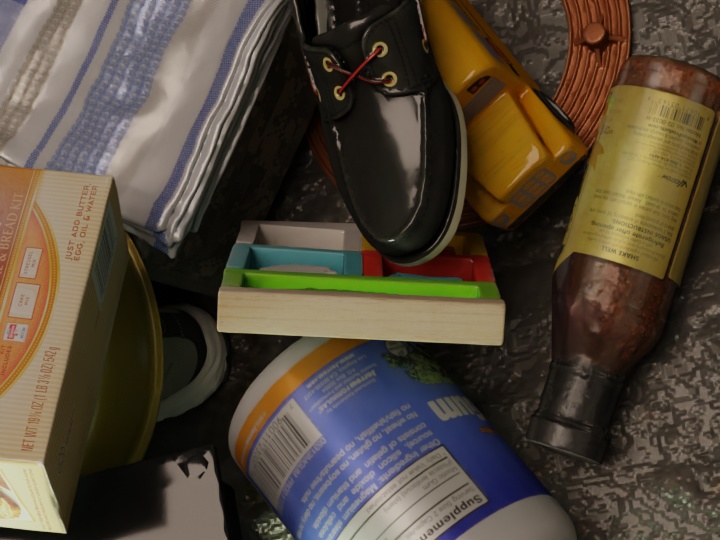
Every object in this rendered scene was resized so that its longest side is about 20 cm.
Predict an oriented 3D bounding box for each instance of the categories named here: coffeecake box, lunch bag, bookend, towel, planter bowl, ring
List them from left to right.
[{"bbox_3d":[-0.221,0.027,0.805,0.198,0.073,0.155,5,57,4],"label":"coffeecake box"},{"bbox_3d":[-0.205,0.046,0.910,0.199,0.083,0.202,1,92,30],"label":"planter bowl"},{"bbox_3d":[-0.138,-0.107,0.906,0.199,0.024,0.148,24,87,29],"label":"towel"},{"bbox_3d":[-0.134,0.174,0.894,0.197,0.200,0.093,-15,71,7],"label":"bookend"},{"bbox_3d":[-0.135,-0.102,0.987,0.199,0.117,0.165,29,96,32],"label":"lunch bag"},{"bbox_3d":[0.051,-0.122,0.963,0.199,0.019,0.202,-6,74,22],"label":"ring"}]

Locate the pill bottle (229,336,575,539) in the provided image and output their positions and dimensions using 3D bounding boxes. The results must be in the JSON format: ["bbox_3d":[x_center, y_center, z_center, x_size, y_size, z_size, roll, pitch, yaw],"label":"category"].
[{"bbox_3d":[0.034,0.125,0.850,0.112,0.112,0.200,-45,65,8],"label":"pill bottle"}]

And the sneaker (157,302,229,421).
[{"bbox_3d":[-0.172,0.077,0.981,0.199,0.079,0.074,-34,68,14],"label":"sneaker"}]

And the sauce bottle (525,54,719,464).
[{"bbox_3d":[0.130,-0.005,0.873,0.066,0.066,0.201,17,83,26],"label":"sauce bottle"}]

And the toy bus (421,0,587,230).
[{"bbox_3d":[0.032,-0.116,0.910,0.065,0.078,0.201,-43,60,15],"label":"toy bus"}]

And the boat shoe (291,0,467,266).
[{"bbox_3d":[0.003,-0.101,0.842,0.073,0.063,0.203,-17,71,27],"label":"boat shoe"}]

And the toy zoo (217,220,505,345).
[{"bbox_3d":[0.000,0.000,0.869,0.130,0.200,0.021,3,102,0],"label":"toy zoo"}]
